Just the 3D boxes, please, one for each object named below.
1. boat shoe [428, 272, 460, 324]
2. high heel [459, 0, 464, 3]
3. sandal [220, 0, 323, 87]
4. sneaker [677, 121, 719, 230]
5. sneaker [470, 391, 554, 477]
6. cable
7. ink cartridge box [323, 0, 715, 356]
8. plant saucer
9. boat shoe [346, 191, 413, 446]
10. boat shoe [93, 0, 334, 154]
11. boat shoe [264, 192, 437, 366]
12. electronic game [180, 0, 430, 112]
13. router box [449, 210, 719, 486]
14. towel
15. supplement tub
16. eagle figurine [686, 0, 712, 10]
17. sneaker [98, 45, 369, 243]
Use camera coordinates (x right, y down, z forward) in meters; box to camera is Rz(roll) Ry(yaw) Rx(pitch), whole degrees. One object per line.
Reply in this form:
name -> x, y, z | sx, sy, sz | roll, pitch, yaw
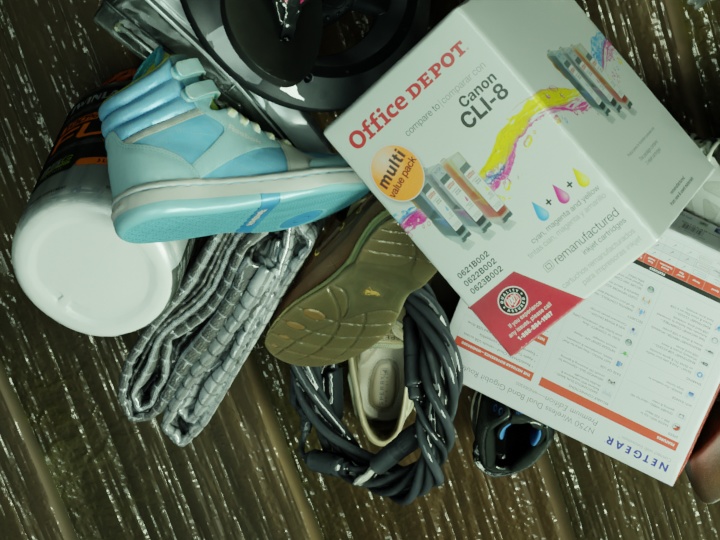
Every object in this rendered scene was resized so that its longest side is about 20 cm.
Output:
boat shoe -> 0.074, -0.013, 1.691 | 0.071, 0.076, 0.201 | 1, 115, -3
high heel -> 0.115, -0.248, 1.551 | 0.071, 0.142, 0.201 | -22, 129, -34
sandal -> -0.048, -0.223, 1.515 | 0.075, 0.201, 0.045 | 16, 160, -25
sneaker -> 0.244, -0.091, 1.613 | 0.201, 0.076, 0.115 | 55, 133, 3
sneaker -> 0.137, 0.069, 1.704 | 0.073, 0.112, 0.201 | 13, 114, -5
cable -> 0.009, 0.075, 1.650 | 0.163, 0.051, 0.201 | 26, 117, 41
ink cartridge box -> 0.106, -0.081, 1.482 | 0.200, 0.145, 0.145 | 49, 123, 0
plant saucer -> 0.289, 0.077, 1.654 | 0.032, 0.200, 0.201 | 27, 113, -2
boat shoe -> 0.018, 0.039, 1.722 | 0.072, 0.065, 0.201 | 2, 114, 2
boat shoe -> -0.106, -0.135, 1.579 | 0.200, 0.072, 0.071 | 44, 96, -13
boat shoe -> 0.000, 0.000, 1.589 | 0.072, 0.068, 0.200 | 24, 135, -22
electronic game -> -0.039, -0.209, 1.566 | 0.200, 0.201, 0.042 | 40, 153, -14
router box -> 0.174, 0.031, 1.606 | 0.199, 0.049, 0.180 | 26, 113, 11
towel -> -0.101, 0.011, 1.663 | 0.085, 0.166, 0.201 | 31, 111, -3
supplement tub -> -0.171, -0.056, 1.608 | 0.122, 0.200, 0.123 | 4, 126, 6
eagle figurine -> 0.232, -0.297, 1.547 | 0.152, 0.150, 0.200 | 60, 148, 18
sneaker -> -0.088, -0.095, 1.519 | 0.199, 0.131, 0.079 | -6, 162, -35
